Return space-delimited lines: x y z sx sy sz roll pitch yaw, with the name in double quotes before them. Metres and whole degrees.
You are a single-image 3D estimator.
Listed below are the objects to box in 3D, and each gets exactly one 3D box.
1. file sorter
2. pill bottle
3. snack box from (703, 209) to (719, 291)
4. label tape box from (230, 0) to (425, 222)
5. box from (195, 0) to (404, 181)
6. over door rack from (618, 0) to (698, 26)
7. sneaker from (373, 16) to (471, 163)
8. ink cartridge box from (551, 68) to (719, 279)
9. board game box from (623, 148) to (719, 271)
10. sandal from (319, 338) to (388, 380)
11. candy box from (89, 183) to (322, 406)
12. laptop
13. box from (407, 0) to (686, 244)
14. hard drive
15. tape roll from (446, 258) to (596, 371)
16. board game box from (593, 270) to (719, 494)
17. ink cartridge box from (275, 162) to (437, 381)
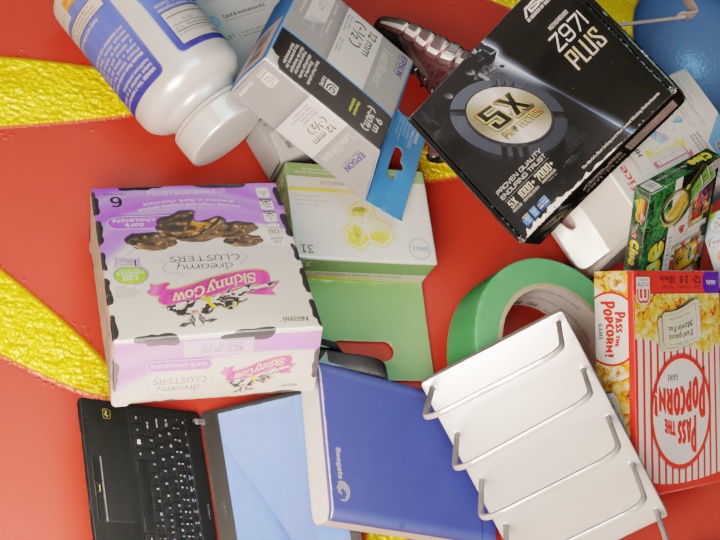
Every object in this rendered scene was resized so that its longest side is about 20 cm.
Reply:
"file sorter" 0.153 0.161 1.088 0.138 0.125 0.201 -28 94 10
"pill bottle" -0.183 -0.198 1.217 0.112 0.112 0.201 -34 81 -32
"snack box" 0.427 0.024 1.339 0.199 0.053 0.144 18 53 -47
"label tape box" -0.008 -0.160 1.219 0.199 0.066 0.144 36 44 -16
"box" -0.071 -0.202 1.307 0.155 0.041 0.201 -24 76 -32
"over door rack" 0.257 -0.207 1.381 0.199 0.148 0.067 -24 72 -30
"sneaker" 0.075 -0.175 1.339 0.199 0.076 0.116 30 96 25
"ink cartridge box" 0.272 -0.093 1.341 0.199 0.125 0.129 -27 76 -31
"board game box" 0.294 -0.012 1.274 0.104 0.202 0.023 -25 44 -29
"sandal" -0.067 0.074 1.140 0.198 0.076 0.043 10 60 -15
"candy box" -0.133 0.014 1.095 0.166 0.072 0.201 -3 39 -16
"laptop" -0.109 0.178 1.050 0.199 0.103 0.179 15 54 -46
"box" 0.174 -0.151 1.229 0.164 0.200 0.086 49 15 13
"hard drive" 0.035 0.161 1.124 0.199 0.025 0.133 18 55 -41
"tape roll" 0.174 0.090 1.229 0.199 0.048 0.203 15 61 -28
"board game box" 0.276 0.101 1.215 0.150 0.046 0.203 -1 89 -45
"ink cartridge box" 0.000 0.000 1.228 0.144 0.048 0.202 3 61 -21
